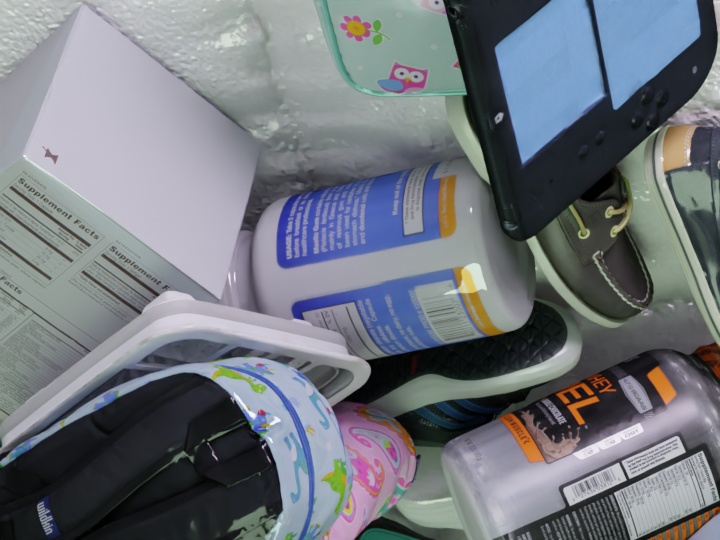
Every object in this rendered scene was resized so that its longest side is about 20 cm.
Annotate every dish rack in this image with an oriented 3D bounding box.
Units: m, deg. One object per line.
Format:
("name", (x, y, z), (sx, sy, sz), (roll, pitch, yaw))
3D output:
("dish rack", (-0.113, 0.074, 1.295), (0.171, 0.044, 0.200), (13, 141, -43))

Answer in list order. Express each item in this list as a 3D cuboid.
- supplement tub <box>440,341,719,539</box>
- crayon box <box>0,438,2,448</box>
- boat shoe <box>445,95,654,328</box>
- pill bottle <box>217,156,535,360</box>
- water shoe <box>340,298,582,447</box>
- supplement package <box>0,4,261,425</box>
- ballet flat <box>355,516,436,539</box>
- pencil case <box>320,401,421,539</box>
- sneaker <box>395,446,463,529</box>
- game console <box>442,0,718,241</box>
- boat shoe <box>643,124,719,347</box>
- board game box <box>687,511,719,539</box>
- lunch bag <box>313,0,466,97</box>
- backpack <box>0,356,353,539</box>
("supplement tub", (0.162, 0.128, 1.383), (0.200, 0.123, 0.123), (-24, 128, -6))
("crayon box", (-0.265, 0.141, 1.434), (0.200, 0.051, 0.127), (17, 151, 52))
("boat shoe", (0.129, -0.046, 1.305), (0.060, 0.072, 0.201), (-21, 122, 32))
("pill bottle", (0.000, 0.000, 1.346), (0.199, 0.112, 0.112), (-11, 128, 21))
("water shoe", (0.073, 0.073, 1.432), (0.200, 0.072, 0.079), (-16, 137, 34))
("supplement package", (-0.191, -0.024, 1.334), (0.151, 0.152, 0.200), (38, 127, -22))
("ballet flat", (-0.009, 0.199, 1.543), (0.200, 0.073, 0.073), (25, 133, 10))
("pencil case", (-0.027, 0.144, 1.344), (0.087, 0.200, 0.088), (3, 101, 17))
("sneaker", (0.122, 0.153, 1.496), (0.199, 0.075, 0.089), (0, 148, 13))
("game console", (0.125, -0.132, 1.165), (0.031, 0.177, 0.200), (28, 151, 36))
("boat shoe", (0.238, -0.008, 1.318), (0.062, 0.075, 0.200), (-12, 123, 29))
("board game box", (0.270, 0.218, 1.429), (0.200, 0.041, 0.200), (10, 135, -39))
("lunch bag", (0.040, -0.193, 1.190), (0.160, 0.077, 0.200), (-2, 131, 14))
("backpack", (-0.101, 0.128, 1.203), (0.154, 0.163, 0.200), (-10, 155, -44))
